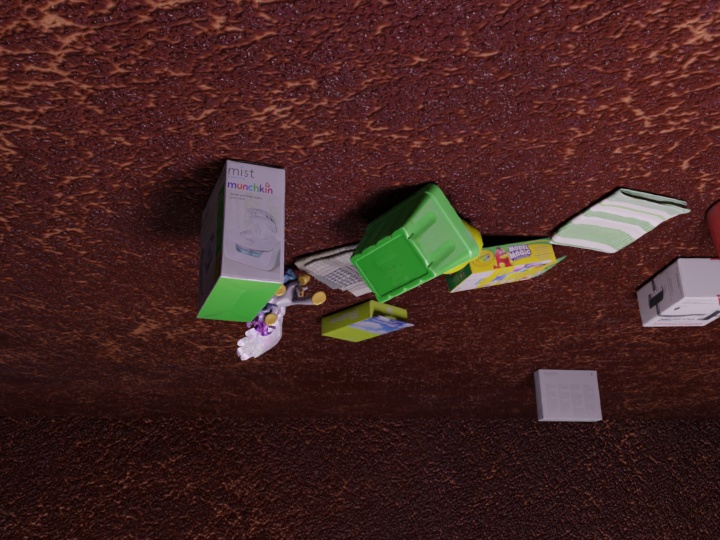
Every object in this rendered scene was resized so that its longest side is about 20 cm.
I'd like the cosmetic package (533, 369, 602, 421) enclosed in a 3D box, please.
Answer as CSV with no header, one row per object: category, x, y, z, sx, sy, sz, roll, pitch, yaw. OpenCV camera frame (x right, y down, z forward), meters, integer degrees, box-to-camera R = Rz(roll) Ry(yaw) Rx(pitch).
cosmetic package,0.644,0.389,2.440,0.195,0.155,0.052,3,162,-10

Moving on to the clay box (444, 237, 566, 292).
clay box,0.263,-0.011,1.426,0.195,0.049,0.115,-10,164,-19

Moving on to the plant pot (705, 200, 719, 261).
plant pot,0.672,-0.022,1.262,0.195,0.182,0.201,-2,161,-1

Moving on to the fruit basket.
fruit basket,0.110,-0.049,1.274,0.214,0.157,0.216,-36,-174,4

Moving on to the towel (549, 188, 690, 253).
towel,0.430,-0.079,1.323,0.149,0.024,0.200,8,159,-21

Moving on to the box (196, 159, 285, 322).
box,-0.179,-0.038,1.174,0.094,0.181,0.200,6,160,-20

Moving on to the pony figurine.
pony figurine,-0.171,0.066,1.513,0.190,0.170,0.200,-23,-176,-16

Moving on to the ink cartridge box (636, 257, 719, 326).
ink cartridge box,0.672,0.048,1.594,0.140,0.086,0.201,0,161,-5

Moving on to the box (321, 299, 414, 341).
box,0.015,0.117,1.807,0.120,0.049,0.198,15,154,-40

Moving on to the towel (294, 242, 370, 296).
towel,0.000,0.000,1.502,0.196,0.035,0.192,-12,158,29
